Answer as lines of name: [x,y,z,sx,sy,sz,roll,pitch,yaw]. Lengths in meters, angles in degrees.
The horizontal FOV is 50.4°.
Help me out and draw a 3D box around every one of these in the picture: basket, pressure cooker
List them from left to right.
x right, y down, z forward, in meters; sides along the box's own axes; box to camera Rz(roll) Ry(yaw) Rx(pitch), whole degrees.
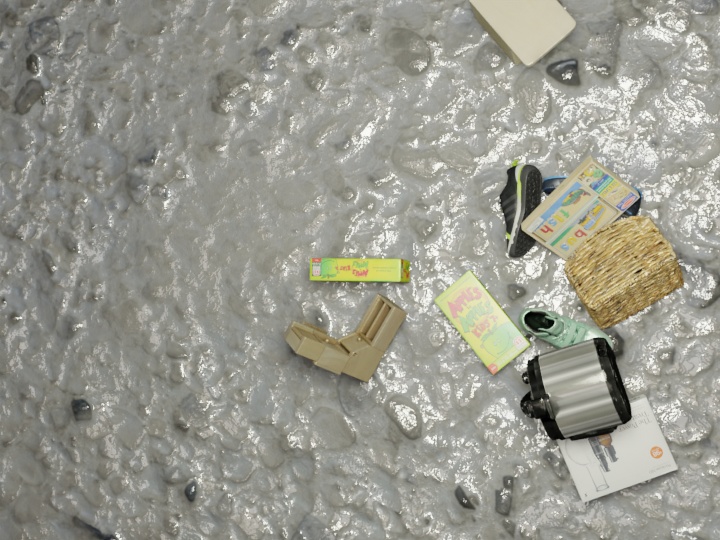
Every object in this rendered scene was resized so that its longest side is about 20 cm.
pressure cooker: [0.409,0.235,1.494,0.198,0.176,0.180,-20,45,19]
basket: [0.522,-0.001,1.538,0.199,0.149,0.144,-33,56,13]

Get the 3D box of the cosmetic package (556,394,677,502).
cosmetic package: [0.511,0.359,1.546,0.199,0.052,0.152,-25,84,13]

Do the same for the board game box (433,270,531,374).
board game box: [0.258,0.109,1.624,0.101,0.048,0.201,-40,79,10]

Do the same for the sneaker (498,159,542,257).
sneaker: [0.331,-0.130,1.616,0.083,0.071,0.202,17,101,52]

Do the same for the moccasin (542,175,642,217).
moccasin: [0.468,-0.149,1.559,0.198,0.080,0.069,10,84,16]

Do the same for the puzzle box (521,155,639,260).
puzzle box: [0.436,-0.118,1.528,0.132,0.026,0.200,30,123,-17]

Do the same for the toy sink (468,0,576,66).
toy sink: [0.341,-0.517,1.594,0.130,0.112,0.201,-40,74,10]

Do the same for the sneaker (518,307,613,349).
sneaker: [0.413,0.131,1.545,0.199,0.118,0.074,20,91,14]

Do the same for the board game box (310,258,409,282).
board game box: [0.000,0.000,1.662,0.198,0.102,0.048,0,89,15]

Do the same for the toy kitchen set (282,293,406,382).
toy kitchen set: [-0.052,0.104,1.657,0.181,0.199,0.163,-60,35,5]
